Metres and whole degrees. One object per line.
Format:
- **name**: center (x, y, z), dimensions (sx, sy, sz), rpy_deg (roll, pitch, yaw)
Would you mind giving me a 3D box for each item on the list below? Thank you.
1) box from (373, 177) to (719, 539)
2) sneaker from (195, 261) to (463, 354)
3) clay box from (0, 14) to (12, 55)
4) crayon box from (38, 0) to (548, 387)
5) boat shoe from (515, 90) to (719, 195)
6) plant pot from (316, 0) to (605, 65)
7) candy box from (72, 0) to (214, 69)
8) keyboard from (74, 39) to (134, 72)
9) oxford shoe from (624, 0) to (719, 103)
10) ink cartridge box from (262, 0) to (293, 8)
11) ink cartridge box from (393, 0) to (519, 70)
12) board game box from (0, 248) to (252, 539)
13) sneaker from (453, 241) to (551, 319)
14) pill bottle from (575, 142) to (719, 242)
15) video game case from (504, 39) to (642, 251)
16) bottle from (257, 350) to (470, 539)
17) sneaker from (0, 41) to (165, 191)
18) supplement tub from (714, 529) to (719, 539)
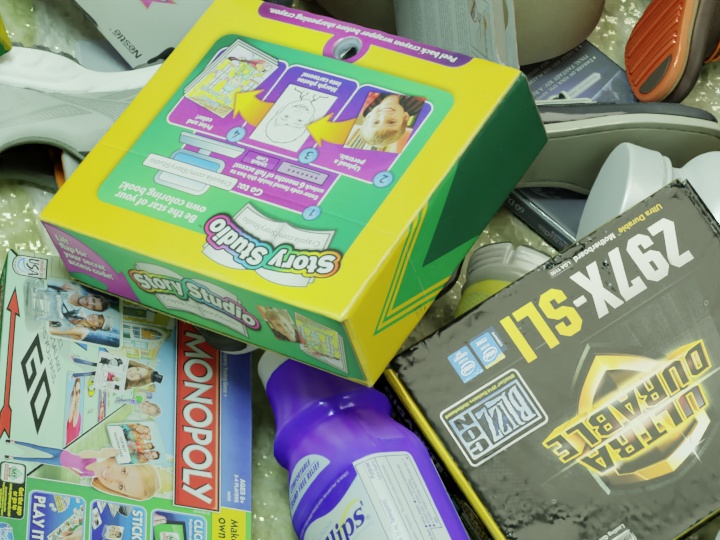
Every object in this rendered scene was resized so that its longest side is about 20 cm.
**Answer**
- **box**: center (0.131, 0.069, 1.515), dimensions (0.200, 0.049, 0.160), rpy_deg (-31, 79, -16)
- **sneaker**: center (0.000, 0.000, 1.559), dimensions (0.076, 0.115, 0.200), rpy_deg (26, 59, 38)
- **clay box**: center (-0.273, -0.178, 1.606), dimensions (0.115, 0.048, 0.200), rpy_deg (-27, 56, 7)
- **crayon box**: center (-0.034, -0.046, 1.489), dimensions (0.200, 0.058, 0.173), rpy_deg (18, 60, 34)
- **boat shoe**: center (0.115, -0.085, 1.674), dimensions (0.200, 0.073, 0.063), rpy_deg (-4, 55, -18)
- **plant pot**: center (0.065, -0.236, 1.749), dimensions (0.200, 0.135, 0.200), rpy_deg (8, 39, -7)
- **candy box**: center (-0.101, -0.224, 1.597), dimensions (0.168, 0.200, 0.072), rpy_deg (47, 43, -16)
- **keyboard**: center (-0.064, -0.110, 1.682), dimensions (0.200, 0.011, 0.056), rpy_deg (1, 44, -13)
- **oxford shoe**: center (0.215, -0.157, 1.797), dimensions (0.072, 0.071, 0.200), rpy_deg (35, 39, -11)
- **ink cartridge box**: center (-0.088, -0.252, 1.677), dimensions (0.175, 0.200, 0.084), rpy_deg (27, 45, 3)
- **ink cartridge box**: center (0.065, -0.165, 1.580), dimensions (0.050, 0.161, 0.200), rpy_deg (-13, 23, -17)
- **board game box**: center (-0.123, 0.082, 1.486), dimensions (0.134, 0.029, 0.200), rpy_deg (9, 47, -13)
- **sneaker**: center (0.134, 0.068, 1.577), dimensions (0.200, 0.078, 0.090), rpy_deg (25, 57, 6)
- **pill bottle**: center (0.226, 0.000, 1.632), dimensions (0.200, 0.112, 0.112), rpy_deg (19, 46, -9)
- **video game case**: center (0.113, -0.088, 1.738), dimensions (0.200, 0.019, 0.143), rpy_deg (41, 49, 15)
- **bottle**: center (0.004, 0.120, 1.464), dimensions (0.065, 0.084, 0.200), rpy_deg (-2, 51, -34)
- **sneaker**: center (-0.127, -0.072, 1.600), dimensions (0.200, 0.074, 0.079), rpy_deg (1, 59, -12)
- **supplement tub**: center (0.218, 0.190, 1.405), dimensions (0.144, 0.200, 0.145), rpy_deg (11, 47, -12)
